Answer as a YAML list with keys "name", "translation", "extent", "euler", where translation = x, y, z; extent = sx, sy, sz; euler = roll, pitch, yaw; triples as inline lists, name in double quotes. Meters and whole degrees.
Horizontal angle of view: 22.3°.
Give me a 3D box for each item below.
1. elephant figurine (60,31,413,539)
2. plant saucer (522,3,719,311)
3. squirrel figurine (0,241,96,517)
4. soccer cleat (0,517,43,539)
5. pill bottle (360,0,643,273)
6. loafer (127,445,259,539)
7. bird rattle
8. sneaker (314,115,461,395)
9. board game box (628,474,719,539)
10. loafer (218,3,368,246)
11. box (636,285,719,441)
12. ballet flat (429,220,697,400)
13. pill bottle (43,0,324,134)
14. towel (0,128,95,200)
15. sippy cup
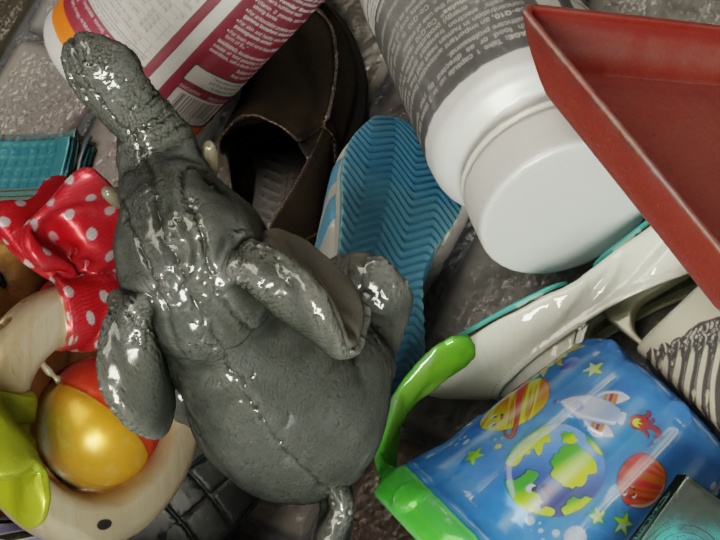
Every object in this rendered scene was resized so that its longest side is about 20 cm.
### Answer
- name: "elephant figurine"
  translation: [-0.065, 0.015, 0.811]
  extent: [0.155, 0.200, 0.142]
  euler: [24, 75, 31]
- name: "plant saucer"
  translation: [0.189, -0.046, 0.858]
  extent: [0.200, 0.199, 0.037]
  euler: [57, 132, 37]
- name: "squirrel figurine"
  translation: [-0.199, 0.063, 0.992]
  extent: [0.200, 0.187, 0.142]
  euler: [-46, 53, 1]
- name: "soccer cleat"
  translation: [-0.227, 0.143, 0.927]
  extent: [0.200, 0.076, 0.067]
  euler: [15, 82, 21]
- name: "pill bottle"
  translation: [0.077, -0.103, 0.966]
  extent: [0.113, 0.113, 0.200]
  euler: [-30, 50, 12]
- name: "loafer"
  translation: [-0.128, 0.144, 0.984]
  extent: [0.200, 0.072, 0.073]
  euler: [-38, 93, 2]
- name: "bird rattle"
  translation: [-0.146, 0.055, 0.899]
  extent: [0.113, 0.163, 0.200]
  euler: [-11, 38, 39]
- name: "sneaker"
  translation: [0.000, 0.000, 0.984]
  extent: [0.081, 0.076, 0.200]
  euler: [-46, 23, 49]
- name: "board game box"
  translation: [0.174, 0.198, 0.755]
  extent: [0.200, 0.028, 0.135]
  euler: [36, 85, 4]
- name: "loafer"
  translation: [-0.042, -0.081, 1.053]
  extent: [0.073, 0.071, 0.200]
  euler: [-13, 60, 23]
- name: "box"
  translation: [0.223, 0.081, 0.826]
  extent: [0.082, 0.068, 0.200]
  euler: [-44, 52, 0]
- name: "ballet flat"
  translation: [0.123, 0.026, 0.919]
  extent: [0.200, 0.069, 0.069]
  euler: [-33, 54, 9]
- name: "pill bottle"
  translation: [-0.075, -0.171, 1.014]
  extent: [0.200, 0.110, 0.110]
  euler: [-44, 52, 19]
- name: "towel"
  translation: [-0.274, -0.023, 1.182]
  extent: [0.200, 0.022, 0.147]
  euler: [1, 65, 29]
- name: "sippy cup"
  translation: [0.097, 0.106, 0.845]
  extent: [0.130, 0.140, 0.178]
  euler: [-45, 96, -4]
